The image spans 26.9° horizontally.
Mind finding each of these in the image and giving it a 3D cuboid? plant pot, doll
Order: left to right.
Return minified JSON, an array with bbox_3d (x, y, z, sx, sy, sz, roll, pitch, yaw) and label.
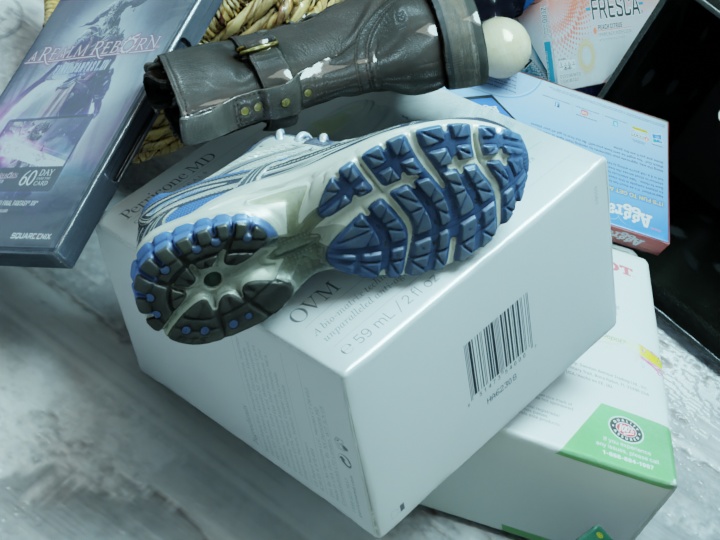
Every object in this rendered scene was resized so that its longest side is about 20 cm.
[{"bbox_3d":[0.076,-0.220,1.010,0.135,0.049,0.202,-6,65,-19],"label":"doll"},{"bbox_3d":[0.282,-0.078,1.111,0.200,0.200,0.177,40,29,17],"label":"plant pot"}]

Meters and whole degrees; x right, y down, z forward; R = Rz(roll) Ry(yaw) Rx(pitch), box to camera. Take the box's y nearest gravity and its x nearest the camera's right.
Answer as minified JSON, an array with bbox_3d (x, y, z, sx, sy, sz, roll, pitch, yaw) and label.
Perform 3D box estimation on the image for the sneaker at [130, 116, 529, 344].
[{"bbox_3d":[-0.019,-0.039,0.721,0.198,0.078,0.085,-17,35,-7],"label":"sneaker"}]

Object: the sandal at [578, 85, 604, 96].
[{"bbox_3d":[0.206,-0.161,1.234,0.198,0.087,0.080,17,35,-15],"label":"sandal"}]

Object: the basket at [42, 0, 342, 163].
[{"bbox_3d":[-0.114,-0.170,0.944,0.150,0.199,0.143,57,35,-22],"label":"basket"}]

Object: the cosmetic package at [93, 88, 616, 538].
[{"bbox_3d":[0.000,0.000,0.821,0.199,0.124,0.199,27,53,38],"label":"cosmetic package"}]

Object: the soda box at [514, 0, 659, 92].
[{"bbox_3d":[0.169,-0.171,1.110,0.063,0.069,0.199,-1,10,41],"label":"soda box"}]

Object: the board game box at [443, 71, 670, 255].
[{"bbox_3d":[0.112,-0.083,0.990,0.198,0.019,0.104,17,55,-14],"label":"board game box"}]

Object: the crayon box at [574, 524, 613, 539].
[{"bbox_3d":[0.101,0.227,0.770,0.199,0.051,0.127,-24,61,-43],"label":"crayon box"}]

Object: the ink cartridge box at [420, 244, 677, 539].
[{"bbox_3d":[0.106,0.062,0.929,0.144,0.088,0.201,18,41,-11],"label":"ink cartridge box"}]

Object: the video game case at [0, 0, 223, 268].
[{"bbox_3d":[-0.166,-0.090,0.861,0.019,0.142,0.201,45,59,-39],"label":"video game case"}]

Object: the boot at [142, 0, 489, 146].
[{"bbox_3d":[-0.033,-0.123,0.810,0.173,0.070,0.200,-14,21,-5],"label":"boot"}]
